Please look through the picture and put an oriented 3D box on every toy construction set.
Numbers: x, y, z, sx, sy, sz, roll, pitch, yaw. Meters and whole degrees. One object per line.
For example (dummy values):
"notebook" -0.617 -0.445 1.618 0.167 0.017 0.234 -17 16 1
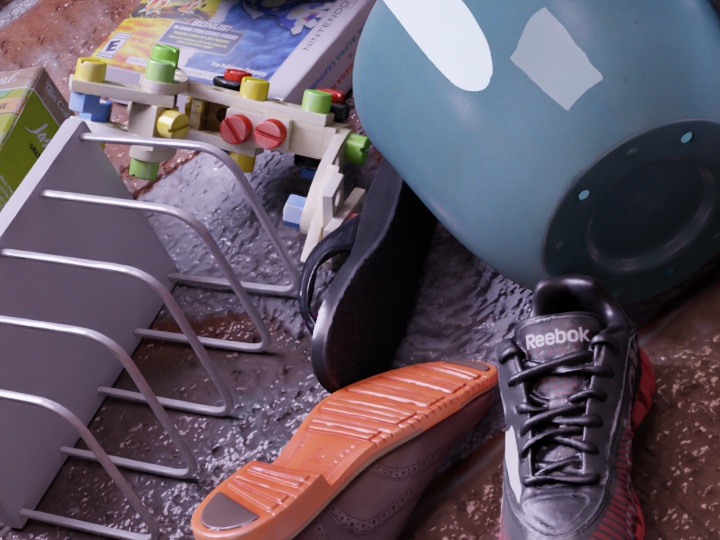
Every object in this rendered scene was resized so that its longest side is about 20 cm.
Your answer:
"toy construction set" -0.073 -0.080 1.190 0.200 0.131 0.092 28 105 8

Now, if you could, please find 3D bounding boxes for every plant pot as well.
"plant pot" 0.117 -0.077 1.038 0.200 0.201 0.161 -30 49 0

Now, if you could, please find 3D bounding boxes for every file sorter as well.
"file sorter" -0.139 0.035 1.111 0.124 0.139 0.200 6 51 32

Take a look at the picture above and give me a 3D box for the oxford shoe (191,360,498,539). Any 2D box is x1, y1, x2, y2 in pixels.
"oxford shoe" 0.000 0.111 1.010 0.200 0.073 0.071 -32 26 -31

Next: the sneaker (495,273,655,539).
"sneaker" 0.098 0.077 0.935 0.071 0.098 0.200 -7 37 18

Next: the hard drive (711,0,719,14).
"hard drive" 0.199 -0.152 1.028 0.027 0.132 0.200 -24 -2 7

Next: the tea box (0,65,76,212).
"tea box" -0.284 -0.008 1.243 0.200 0.134 0.197 -6 45 26

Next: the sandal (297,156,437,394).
"sandal" 0.000 0.000 1.115 0.048 0.075 0.200 -3 38 22

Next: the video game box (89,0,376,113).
"video game box" -0.064 -0.179 1.360 0.200 0.047 0.182 15 54 40
